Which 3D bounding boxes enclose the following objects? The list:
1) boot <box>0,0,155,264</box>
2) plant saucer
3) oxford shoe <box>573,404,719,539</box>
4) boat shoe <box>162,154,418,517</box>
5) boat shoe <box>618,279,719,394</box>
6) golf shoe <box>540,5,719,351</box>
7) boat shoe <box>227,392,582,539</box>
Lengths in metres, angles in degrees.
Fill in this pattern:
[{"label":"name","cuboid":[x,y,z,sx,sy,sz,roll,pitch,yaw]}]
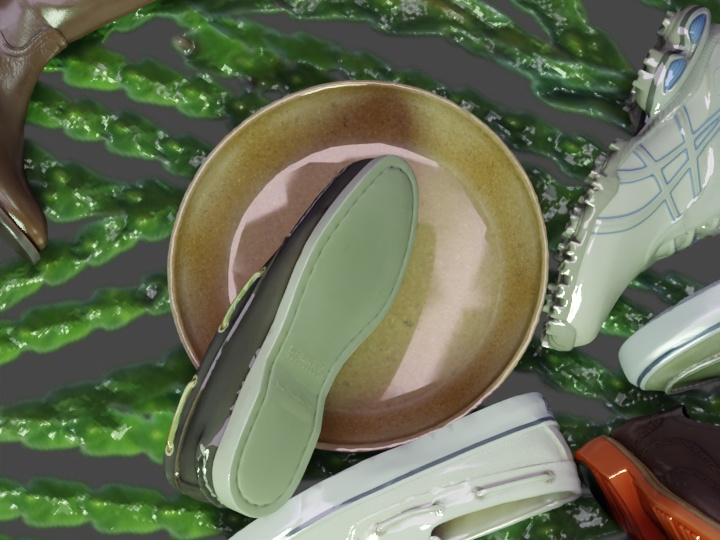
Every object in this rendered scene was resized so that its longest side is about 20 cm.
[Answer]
[{"label":"boot","cuboid":[-0.148,-0.125,1.368,0.200,0.064,0.187,-31,77,-10]},{"label":"plant saucer","cuboid":[0.000,0.000,1.328,0.200,0.035,0.200,-2,75,7]},{"label":"oxford shoe","cuboid":[0.177,0.112,1.221,0.073,0.200,0.071,-34,119,-10]},{"label":"boat shoe","cuboid":[-0.037,0.026,1.271,0.061,0.072,0.201,10,65,42]},{"label":"boat shoe","cuboid":[0.232,0.026,1.292,0.200,0.072,0.062,-21,72,-5]},{"label":"golf shoe","cuboid":[0.164,-0.037,1.315,0.097,0.078,0.200,27,79,4]},{"label":"boat shoe","cuboid":[0.019,0.134,1.279,0.200,0.071,0.070,-24,71,-10]}]
